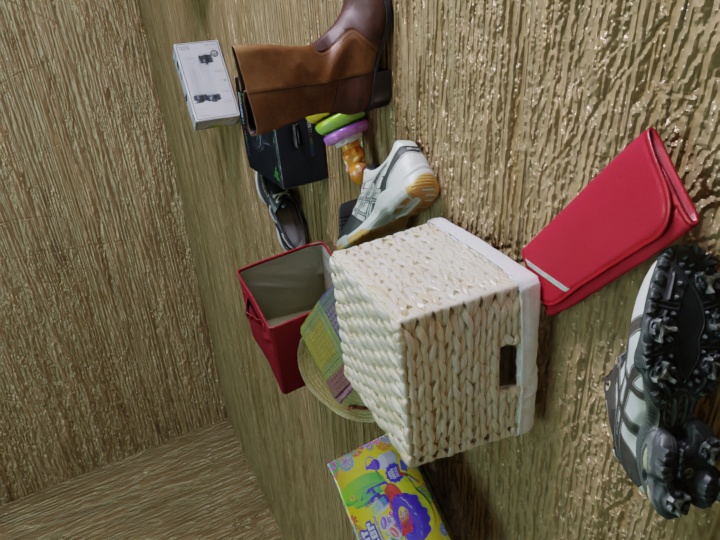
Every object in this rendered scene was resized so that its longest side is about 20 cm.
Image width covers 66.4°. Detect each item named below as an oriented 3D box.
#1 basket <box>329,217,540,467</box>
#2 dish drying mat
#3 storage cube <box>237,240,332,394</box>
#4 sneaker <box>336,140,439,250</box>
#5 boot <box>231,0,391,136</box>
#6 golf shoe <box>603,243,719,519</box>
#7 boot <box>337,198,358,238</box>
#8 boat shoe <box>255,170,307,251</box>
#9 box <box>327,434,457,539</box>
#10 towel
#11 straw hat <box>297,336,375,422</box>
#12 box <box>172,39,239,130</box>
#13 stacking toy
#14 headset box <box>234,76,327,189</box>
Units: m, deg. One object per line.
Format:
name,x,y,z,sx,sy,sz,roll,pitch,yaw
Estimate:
basket,0.078,0.075,0.617,0.200,0.159,0.200,-137,35,-57
dish drying mat,0.191,-0.026,0.456,0.200,0.018,0.078,111,148,-67
storage cube,-0.109,0.084,1.022,0.171,0.198,0.181,49,153,42
sneaker,0.028,-0.094,0.738,0.200,0.075,0.089,-40,62,45
boot,-0.062,-0.276,0.667,0.068,0.198,0.190,42,142,49
golf shoe,0.222,0.079,0.422,0.094,0.077,0.203,-145,54,-77
boot,0.000,0.000,0.876,0.138,0.077,0.202,146,107,-71
boat shoe,-0.161,-0.132,1.144,0.060,0.073,0.202,9,116,64
box,0.057,0.364,0.839,0.193,0.121,0.201,64,180,-70
towel,-0.022,0.096,0.822,0.144,0.023,0.200,60,136,24
straw hat,-0.005,0.153,0.949,0.199,0.085,0.203,8,112,19
box,-0.387,-0.463,1.378,0.060,0.116,0.202,-22,86,66
stacking toy,-0.031,-0.217,0.784,0.202,0.109,0.116,66,173,-11
headset box,-0.142,-0.257,0.993,0.200,0.092,0.176,37,138,53
